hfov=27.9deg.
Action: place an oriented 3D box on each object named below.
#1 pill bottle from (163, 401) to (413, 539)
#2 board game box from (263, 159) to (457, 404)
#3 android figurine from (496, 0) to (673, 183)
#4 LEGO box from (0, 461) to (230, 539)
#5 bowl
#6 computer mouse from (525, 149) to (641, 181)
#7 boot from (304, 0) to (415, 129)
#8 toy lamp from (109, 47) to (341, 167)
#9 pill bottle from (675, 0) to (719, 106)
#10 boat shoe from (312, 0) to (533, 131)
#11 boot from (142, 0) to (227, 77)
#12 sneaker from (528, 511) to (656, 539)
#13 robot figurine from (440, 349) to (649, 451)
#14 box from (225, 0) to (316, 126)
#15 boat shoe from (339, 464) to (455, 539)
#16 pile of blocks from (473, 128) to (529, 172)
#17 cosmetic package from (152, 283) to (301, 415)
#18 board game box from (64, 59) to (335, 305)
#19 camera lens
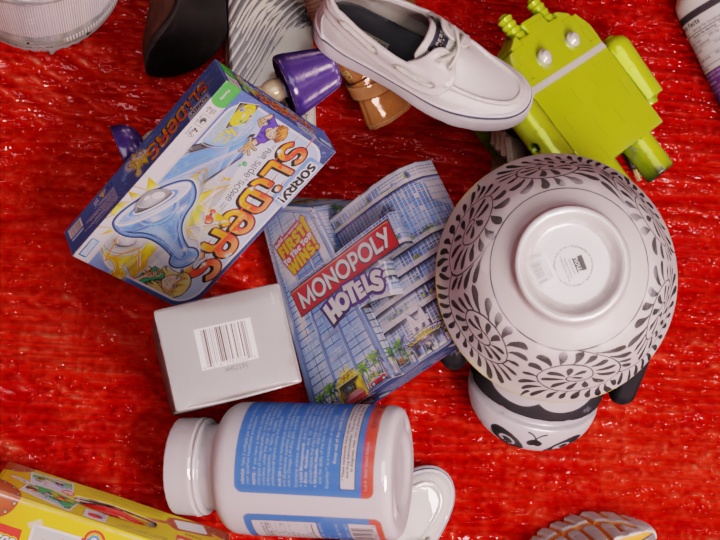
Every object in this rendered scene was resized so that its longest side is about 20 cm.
[{"bbox_3d":[-0.060,0.167,1.222,0.197,0.112,0.114,1,82,13],"label":"pill bottle"},{"bbox_3d":[0.000,0.000,1.254,0.061,0.200,0.201,-11,69,-50],"label":"board game box"},{"bbox_3d":[0.197,-0.155,1.305,0.181,0.041,0.201,-32,86,-38],"label":"android figurine"},{"bbox_3d":[-0.225,0.267,1.201,0.198,0.077,0.151,19,99,-6],"label":"LEGO box"},{"bbox_3d":[0.159,-0.001,1.131,0.198,0.094,0.203,0,83,0],"label":"bowl"},{"bbox_3d":[0.222,-0.048,1.349,0.140,0.046,0.202,-36,104,-37],"label":"computer mouse"},{"bbox_3d":[0.035,-0.233,1.325,0.200,0.076,0.156,-44,115,-45],"label":"boot"},{"bbox_3d":[-0.112,-0.136,1.234,0.198,0.058,0.059,-23,87,-6],"label":"toy lamp"},{"bbox_3d":[0.364,-0.229,1.360,0.110,0.111,0.202,-24,87,-11],"label":"pill bottle"},{"bbox_3d":[0.057,-0.183,1.212,0.198,0.066,0.072,28,67,0],"label":"boat shoe"},{"bbox_3d":[-0.174,-0.297,1.287,0.068,0.189,0.202,-9,60,-21],"label":"boot"},{"bbox_3d":[0.175,0.277,1.291,0.198,0.078,0.078,-22,100,-8],"label":"sneaker"},{"bbox_3d":[0.161,0.061,1.254,0.124,0.202,0.150,-21,44,-41],"label":"robot figurine"},{"bbox_3d":[-0.083,-0.200,1.307,0.081,0.068,0.203,-2,83,-8],"label":"box"},{"bbox_3d":[0.010,0.247,1.256,0.201,0.086,0.075,-40,90,-11],"label":"boat shoe"},{"bbox_3d":[0.129,-0.082,1.323,0.062,0.082,0.203,-10,79,30],"label":"pile of blocks"},{"bbox_3d":[-0.115,0.069,1.203,0.106,0.200,0.091,-13,83,-8],"label":"cosmetic package"},{"bbox_3d":[-0.134,-0.066,1.219,0.200,0.035,0.135,-46,134,16],"label":"board game box"},{"bbox_3d":[-0.275,-0.281,1.219,0.158,0.200,0.162,1,83,-9],"label":"camera lens"}]
